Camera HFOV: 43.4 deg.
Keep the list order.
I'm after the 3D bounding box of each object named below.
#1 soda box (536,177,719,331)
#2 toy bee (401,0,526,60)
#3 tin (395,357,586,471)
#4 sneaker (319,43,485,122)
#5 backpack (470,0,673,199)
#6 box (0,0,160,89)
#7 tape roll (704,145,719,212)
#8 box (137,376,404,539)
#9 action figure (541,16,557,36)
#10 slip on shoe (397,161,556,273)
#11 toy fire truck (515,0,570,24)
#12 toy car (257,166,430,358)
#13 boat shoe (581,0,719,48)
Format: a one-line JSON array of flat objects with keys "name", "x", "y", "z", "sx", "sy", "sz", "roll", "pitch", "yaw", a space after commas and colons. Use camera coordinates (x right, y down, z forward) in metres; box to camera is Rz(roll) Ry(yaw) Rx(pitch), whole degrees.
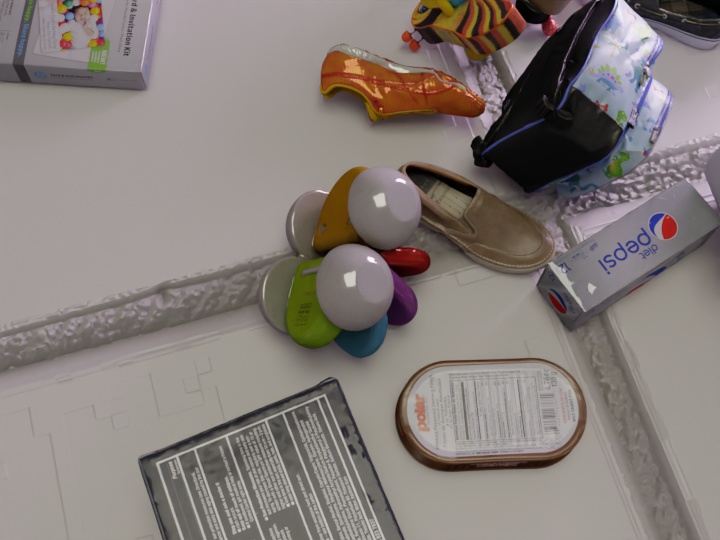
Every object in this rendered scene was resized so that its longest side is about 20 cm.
[{"name": "soda box", "x": 0.295, "y": -0.018, "z": 0.995, "sx": 0.199, "sy": 0.064, "sz": 0.068, "roll": -31, "pitch": 71, "yaw": -14}, {"name": "toy bee", "x": 0.109, "y": -0.298, "z": 1.089, "sx": 0.131, "sy": 0.200, "sz": 0.109, "roll": 39, "pitch": 100, "yaw": -23}, {"name": "tin", "x": 0.135, "y": 0.147, "z": 0.938, "sx": 0.198, "sy": 0.042, "sz": 0.113, "roll": -2, "pitch": 64, "yaw": -3}, {"name": "sneaker", "x": 0.049, "y": -0.205, "z": 1.067, "sx": 0.198, "sy": 0.073, "sz": 0.078, "roll": 15, "pitch": 90, "yaw": 7}, {"name": "backpack", "x": 0.250, "y": -0.188, "z": 1.004, "sx": 0.146, "sy": 0.183, "sz": 0.201, "roll": 35, "pitch": 65, "yaw": -13}, {"name": "box", "x": -0.349, "y": -0.299, "z": 1.090, "sx": 0.198, "sy": 0.041, "sz": 0.157, "roll": 4, "pitch": 68, "yaw": -2}, {"name": "tape roll", "x": 0.485, "y": -0.082, "z": 0.956, "sx": 0.201, "sy": 0.203, "sz": 0.140, "roll": -12, "pitch": 68, "yaw": -7}, {"name": "box", "x": -0.077, "y": 0.238, "z": 0.843, "sx": 0.197, "sy": 0.123, "sz": 0.201, "roll": -20, "pitch": 69, "yaw": -11}, {"name": "action figure", "x": 0.209, "y": -0.386, "z": 1.147, "sx": 0.065, "sy": 0.052, "sz": 0.202, "roll": -16, "pitch": 75, "yaw": -3}, {"name": "slip on shoe", "x": 0.127, "y": -0.063, "z": 1.007, "sx": 0.199, "sy": 0.061, "sz": 0.076, "roll": 31, "pitch": 70, "yaw": 9}, {"name": "toy fire truck", "x": 0.226, "y": -0.430, "z": 1.084, "sx": 0.176, "sy": 0.129, "sz": 0.200, "roll": 40, "pitch": 64, "yaw": 6}, {"name": "toy car", "x": 0.000, "y": 0.000, "z": 0.941, "sx": 0.149, "sy": 0.174, "sz": 0.201, "roll": 33, "pitch": 65, "yaw": -29}, {"name": "boat shoe", "x": 0.369, "y": -0.342, "z": 1.131, "sx": 0.198, "sy": 0.057, "sz": 0.069, "roll": 22, "pitch": 69, "yaw": 6}]
